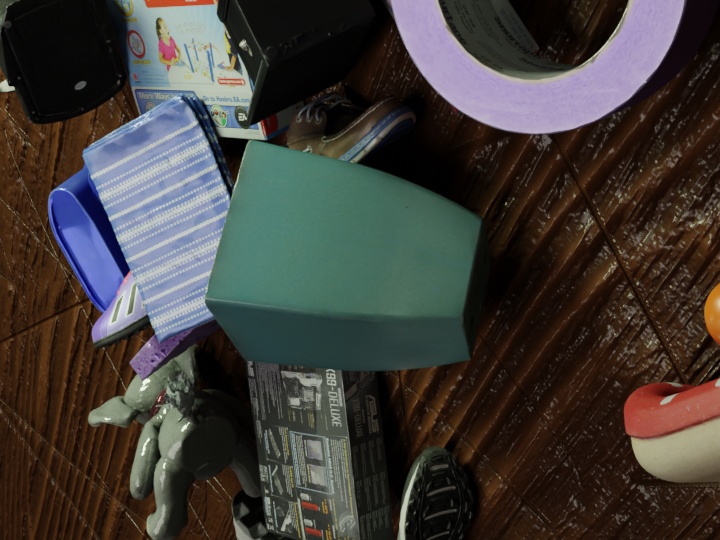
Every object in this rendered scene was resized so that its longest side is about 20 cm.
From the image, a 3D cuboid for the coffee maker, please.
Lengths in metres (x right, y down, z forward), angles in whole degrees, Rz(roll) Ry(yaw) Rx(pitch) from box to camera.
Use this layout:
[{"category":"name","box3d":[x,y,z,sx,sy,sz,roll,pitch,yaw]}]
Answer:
[{"category":"coffee maker","box3d":[-0.315,-0.276,1.263,0.201,0.133,0.194,54,140,40]}]

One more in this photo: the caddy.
[{"category":"caddy","box3d":[-0.236,-0.043,1.389,0.140,0.105,0.202,-24,98,31]}]

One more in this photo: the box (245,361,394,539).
[{"category":"box","box3d":[-0.043,0.172,1.306,0.157,0.049,0.203,0,99,49]}]

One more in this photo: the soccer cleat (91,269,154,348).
[{"category":"soccer cleat","box3d":[-0.195,-0.001,1.288,0.074,0.199,0.068,52,-179,-8]}]

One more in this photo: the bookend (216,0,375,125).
[{"category":"bookend","box3d":[-0.084,-0.242,1.025,0.202,0.091,0.199,64,170,1]}]

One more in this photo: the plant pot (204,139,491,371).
[{"category":"plant pot","box3d":[0.000,0.000,1.052,0.197,0.143,0.142,8,159,14]}]

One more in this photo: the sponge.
[{"category":"sponge","box3d":[-0.161,0.045,1.348,0.030,0.111,0.200,54,144,2]}]

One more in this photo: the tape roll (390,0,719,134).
[{"category":"tape roll","box3d":[0.121,-0.192,0.818,0.198,0.085,0.203,9,108,27]}]

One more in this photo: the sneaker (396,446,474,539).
[{"category":"sneaker","box3d":[0.061,0.256,1.263,0.079,0.073,0.203,-131,37,-55]}]

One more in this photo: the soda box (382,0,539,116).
[{"category":"soda box","box3d":[0.046,-0.218,0.941,0.201,0.070,0.063,57,177,3]}]

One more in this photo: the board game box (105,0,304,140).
[{"category":"board game box","box3d":[-0.152,-0.226,1.199,0.199,0.056,0.198,11,121,46]}]

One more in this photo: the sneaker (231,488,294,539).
[{"category":"sneaker","box3d":[-0.077,0.342,1.490,0.200,0.073,0.089,45,143,35]}]

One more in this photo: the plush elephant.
[{"category":"plush elephant","box3d":[-0.209,0.173,1.459,0.154,0.163,0.202,32,143,51]}]

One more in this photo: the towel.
[{"category":"towel","box3d":[-0.174,-0.048,1.217,0.143,0.024,0.202,-22,91,27]}]

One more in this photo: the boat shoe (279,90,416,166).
[{"category":"boat shoe","box3d":[-0.027,-0.110,1.115,0.073,0.072,0.199,59,144,0]}]

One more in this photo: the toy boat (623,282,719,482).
[{"category":"toy boat","box3d":[0.263,0.068,0.875,0.200,0.129,0.133,-33,58,53]}]
